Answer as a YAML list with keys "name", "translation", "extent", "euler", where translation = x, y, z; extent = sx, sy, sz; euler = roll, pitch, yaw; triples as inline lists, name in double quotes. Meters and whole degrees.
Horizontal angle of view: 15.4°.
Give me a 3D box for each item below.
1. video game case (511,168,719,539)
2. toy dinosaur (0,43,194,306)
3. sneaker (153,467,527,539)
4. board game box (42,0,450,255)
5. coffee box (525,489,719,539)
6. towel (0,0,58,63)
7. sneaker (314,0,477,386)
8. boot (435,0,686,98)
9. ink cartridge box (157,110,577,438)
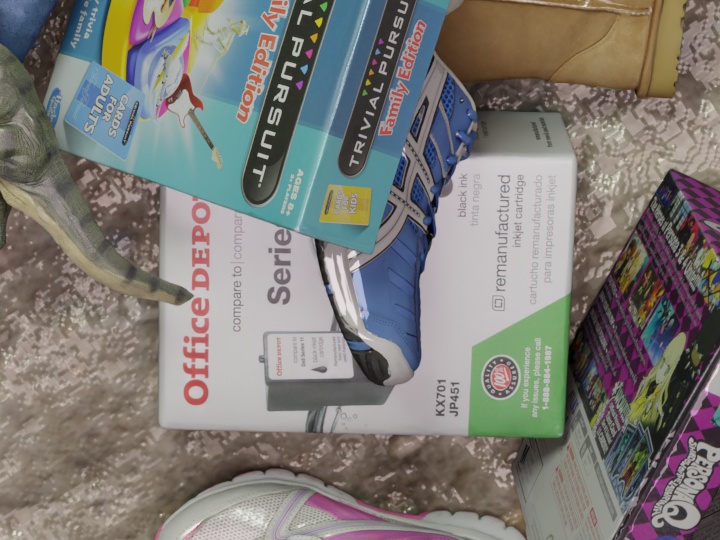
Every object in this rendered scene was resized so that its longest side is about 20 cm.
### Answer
- name: "video game case"
  translation: [0.133, 0.064, 1.251]
  extent: [0.036, 0.200, 0.182]
  euler: [23, 106, -11]
- name: "toy dinosaur"
  translation: [-0.163, -0.046, 1.166]
  extent: [0.088, 0.048, 0.201]
  euler: [-28, 108, 12]
- name: "sneaker"
  translation: [-0.007, 0.156, 1.335]
  extent: [0.199, 0.088, 0.082]
  euler: [5, 108, -3]
- name: "board game box"
  translation: [-0.051, -0.105, 1.164]
  extent: [0.047, 0.200, 0.152]
  euler: [16, 92, -42]
- name: "coffee box"
  translation: [0.216, 0.200, 1.298]
  extent: [0.199, 0.198, 0.200]
  euler: [-27, 107, 7]
- name: "towel"
  translation: [-0.211, -0.101, 1.194]
  extent: [0.111, 0.049, 0.200]
  euler: [30, 104, -18]
- name: "sneaker"
  translation: [0.015, -0.049, 1.189]
  extent: [0.077, 0.076, 0.201]
  euler: [-4, 85, 2]
- name: "boot"
  translation: [0.057, -0.162, 1.244]
  extent: [0.199, 0.066, 0.176]
  euler: [4, 107, -1]
- name: "ink cartridge box"
  translation: [0.000, 0.000, 1.286]
  extent: [0.199, 0.083, 0.147]
  euler: [1, 108, -1]
